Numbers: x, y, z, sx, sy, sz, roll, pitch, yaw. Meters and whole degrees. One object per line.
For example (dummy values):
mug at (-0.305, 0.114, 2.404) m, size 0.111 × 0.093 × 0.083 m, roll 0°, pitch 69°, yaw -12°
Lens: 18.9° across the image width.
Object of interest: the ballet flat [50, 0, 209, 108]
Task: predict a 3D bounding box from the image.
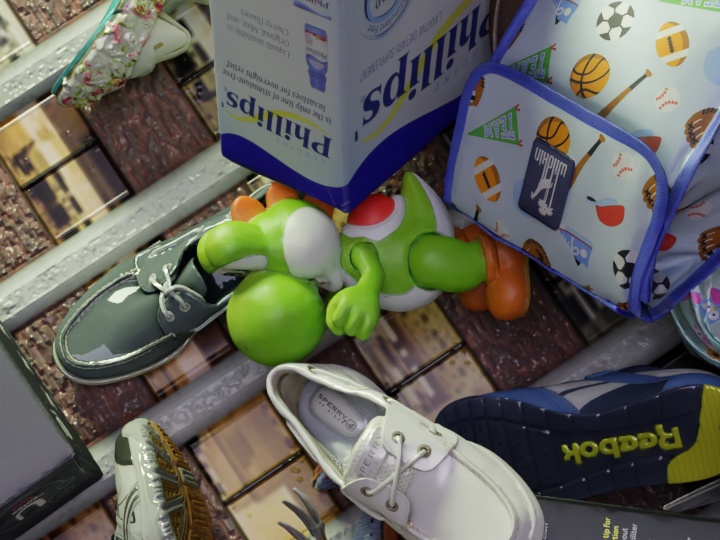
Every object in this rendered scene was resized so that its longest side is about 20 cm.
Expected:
ballet flat at (-0.127, -0.182, 1.415) m, size 0.064 × 0.076 × 0.200 m, roll 32°, pitch 83°, yaw -6°

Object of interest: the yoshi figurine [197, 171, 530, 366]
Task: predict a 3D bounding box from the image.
yoshi figurine at (-0.002, 0.015, 1.325) m, size 0.199 × 0.113 × 0.112 m, roll 2°, pitch 45°, yaw -16°

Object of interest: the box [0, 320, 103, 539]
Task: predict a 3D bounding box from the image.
box at (-0.269, 0.075, 1.341) m, size 0.122 × 0.106 × 0.200 m, roll -36°, pitch 78°, yaw -5°

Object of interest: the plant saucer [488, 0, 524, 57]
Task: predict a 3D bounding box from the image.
plant saucer at (0.152, -0.172, 1.356) m, size 0.200 × 0.200 × 0.034 m, roll -51°, pitch 42°, yaw -9°

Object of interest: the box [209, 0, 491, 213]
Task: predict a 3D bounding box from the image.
box at (0.004, -0.173, 1.298) m, size 0.105 × 0.201 × 0.184 m, roll 26°, pitch 48°, yaw 27°

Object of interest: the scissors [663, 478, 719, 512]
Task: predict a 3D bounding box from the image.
scissors at (0.257, 0.112, 1.300) m, size 0.199 × 0.014 × 0.074 m, roll 4°, pitch 86°, yaw -32°

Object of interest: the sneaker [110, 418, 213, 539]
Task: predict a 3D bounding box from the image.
sneaker at (-0.135, 0.191, 1.325) m, size 0.087 × 0.076 × 0.201 m, roll -23°, pitch 66°, yaw 17°

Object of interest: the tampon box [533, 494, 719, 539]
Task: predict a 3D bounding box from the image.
tampon box at (0.167, 0.222, 1.274) m, size 0.199 × 0.126 × 0.151 m, roll 7°, pitch 76°, yaw 5°

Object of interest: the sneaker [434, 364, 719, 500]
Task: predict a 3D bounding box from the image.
sneaker at (0.144, 0.100, 1.337) m, size 0.199 × 0.082 × 0.074 m, roll -4°, pitch 102°, yaw 20°

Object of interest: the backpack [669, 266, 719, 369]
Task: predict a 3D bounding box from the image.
backpack at (0.284, -0.003, 1.322) m, size 0.199 × 0.127 × 0.168 m, roll -4°, pitch 80°, yaw 6°

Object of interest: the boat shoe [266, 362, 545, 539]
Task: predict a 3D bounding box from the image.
boat shoe at (0.017, 0.113, 1.245) m, size 0.200 × 0.069 × 0.071 m, roll 30°, pitch 94°, yaw 37°

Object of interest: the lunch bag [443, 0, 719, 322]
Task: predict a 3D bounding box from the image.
lunch bag at (0.157, -0.087, 1.258) m, size 0.170 × 0.124 × 0.200 m, roll 34°, pitch 91°, yaw 38°

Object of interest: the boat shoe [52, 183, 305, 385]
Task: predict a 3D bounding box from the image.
boat shoe at (-0.111, 0.003, 1.372) m, size 0.200 × 0.062 × 0.073 m, roll -30°, pitch 76°, yaw -5°

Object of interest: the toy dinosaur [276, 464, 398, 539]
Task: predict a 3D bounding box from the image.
toy dinosaur at (-0.001, 0.205, 1.333) m, size 0.200 × 0.105 × 0.182 m, roll 36°, pitch 68°, yaw -24°
